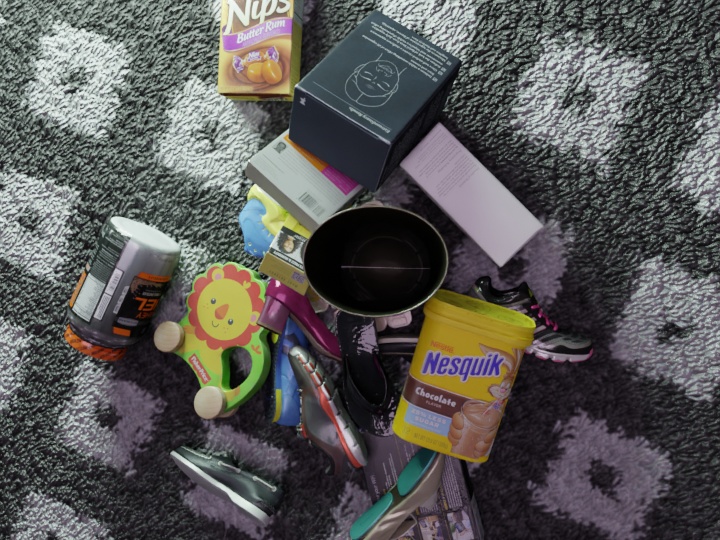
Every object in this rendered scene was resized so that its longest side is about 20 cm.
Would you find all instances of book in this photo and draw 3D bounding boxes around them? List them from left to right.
[{"bbox_3d":[-0.046,-0.155,0.993,0.134,0.048,0.200,41,56,6],"label":"book"}]

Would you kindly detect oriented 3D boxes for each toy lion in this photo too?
[{"bbox_3d":[-0.205,0.097,1.077,0.191,0.069,0.200,-39,72,8],"label":"toy lion"}]

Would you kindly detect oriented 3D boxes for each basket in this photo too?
[{"bbox_3d":[0.032,-0.006,0.949,0.179,0.200,0.137,0,87,9],"label":"basket"}]

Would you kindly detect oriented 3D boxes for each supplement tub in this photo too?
[{"bbox_3d":[-0.372,0.030,1.089,0.122,0.122,0.201,29,98,9],"label":"supplement tub"}]

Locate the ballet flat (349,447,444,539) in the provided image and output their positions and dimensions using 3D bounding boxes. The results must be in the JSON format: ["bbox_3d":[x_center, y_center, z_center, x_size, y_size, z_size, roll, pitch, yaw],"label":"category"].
[{"bbox_3d":[0.067,0.327,0.998,0.069,0.069,0.200,43,104,6],"label":"ballet flat"}]

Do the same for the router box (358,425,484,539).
[{"bbox_3d":[0.088,0.318,1.047,0.148,0.051,0.201,-14,89,13],"label":"router box"}]

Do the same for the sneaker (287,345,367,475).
[{"bbox_3d":[-0.067,0.206,1.014,0.082,0.077,0.201,-30,82,6],"label":"sneaker"}]

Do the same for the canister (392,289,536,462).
[{"bbox_3d":[0.136,0.143,0.951,0.148,0.087,0.201,16,102,4],"label":"canister"}]

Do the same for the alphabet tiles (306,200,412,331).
[{"bbox_3d":[0.000,0.000,1.070,0.199,0.015,0.197,-14,89,12],"label":"alphabet tiles"}]

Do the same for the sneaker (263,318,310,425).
[{"bbox_3d":[-0.102,0.136,1.080,0.078,0.066,0.201,5,83,-24],"label":"sneaker"}]

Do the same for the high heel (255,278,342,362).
[{"bbox_3d":[-0.051,0.073,1.040,0.199,0.067,0.097,28,77,-24],"label":"high heel"}]

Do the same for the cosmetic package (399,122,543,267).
[{"bbox_3d":[0.156,-0.102,0.989,0.200,0.108,0.085,45,98,5],"label":"cosmetic package"}]

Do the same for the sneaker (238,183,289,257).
[{"bbox_3d":[-0.110,-0.038,1.059,0.105,0.076,0.200,-44,77,26],"label":"sneaker"}]

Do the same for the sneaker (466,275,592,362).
[{"bbox_3d":[0.237,0.064,0.996,0.199,0.074,0.088,21,102,14],"label":"sneaker"}]

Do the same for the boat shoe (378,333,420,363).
[{"bbox_3d":[0.107,0.126,1.025,0.199,0.072,0.068,4,89,9],"label":"boat shoe"}]

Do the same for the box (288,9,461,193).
[{"bbox_3d":[0.020,-0.234,0.962,0.148,0.107,0.200,34,59,8],"label":"box"}]

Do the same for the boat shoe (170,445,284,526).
[{"bbox_3d":[-0.209,0.325,1.102,0.199,0.076,0.060,28,59,18],"label":"boat shoe"}]

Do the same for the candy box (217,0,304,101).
[{"bbox_3d":[-0.150,-0.363,1.064,0.116,0.056,0.201,3,92,12],"label":"candy box"}]

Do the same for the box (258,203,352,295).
[{"bbox_3d":[-0.067,-0.064,0.989,0.075,0.200,0.050,30,140,-4],"label":"box"}]

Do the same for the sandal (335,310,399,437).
[{"bbox_3d":[0.006,0.148,0.995,0.075,0.048,0.201,-17,99,-2],"label":"sandal"}]
